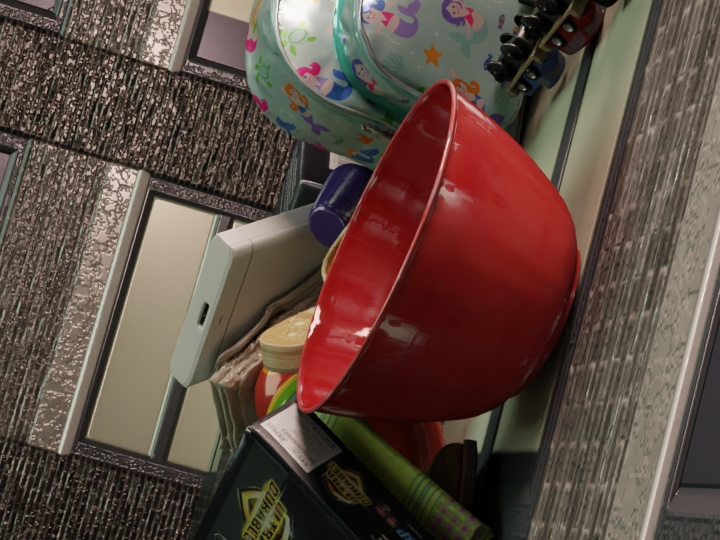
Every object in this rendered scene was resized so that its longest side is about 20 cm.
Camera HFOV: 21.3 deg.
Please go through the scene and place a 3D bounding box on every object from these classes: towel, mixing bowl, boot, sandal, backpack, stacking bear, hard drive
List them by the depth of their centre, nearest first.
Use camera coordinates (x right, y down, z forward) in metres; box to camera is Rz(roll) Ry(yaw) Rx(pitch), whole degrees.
[{"bbox_3d":[0.053,0.007,1.067,0.201,0.108,0.200,-61,12,22],"label":"mixing bowl"},{"bbox_3d":[-0.003,0.177,1.141,0.023,0.143,0.201,-25,-35,-44],"label":"towel"},{"bbox_3d":[0.018,0.167,1.166,0.200,0.075,0.074,115,170,-46],"label":"boot"},{"bbox_3d":[0.005,0.000,1.304,0.211,0.077,0.070,-30,-62,-49],"label":"sandal"},{"bbox_3d":[-0.021,0.108,1.308,0.121,0.114,0.200,-36,20,-5],"label":"stacking bear"},{"bbox_3d":[0.025,-0.161,1.326,0.151,0.199,0.179,132,154,-67],"label":"backpack"},{"bbox_3d":[-0.045,0.006,1.427,0.199,0.027,0.132,-20,-38,-44],"label":"hard drive"},{"bbox_3d":[-0.032,0.054,1.445,0.200,0.034,0.133,-38,-28,-22],"label":"towel"}]

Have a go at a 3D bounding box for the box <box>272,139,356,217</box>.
[{"bbox_3d":[-0.028,-0.002,1.605,0.149,0.106,0.201,-89,17,-64],"label":"box"}]

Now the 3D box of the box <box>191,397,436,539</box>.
[{"bbox_3d":[-0.029,0.194,1.118,0.046,0.159,0.200,-29,-24,-42],"label":"box"}]

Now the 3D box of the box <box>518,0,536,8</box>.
[{"bbox_3d":[0.155,-0.278,1.251,0.110,0.035,0.201,139,146,-77],"label":"box"}]

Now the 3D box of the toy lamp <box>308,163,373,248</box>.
[{"bbox_3d":[0.028,-0.078,1.406,0.200,0.058,0.058,-43,-17,-44],"label":"toy lamp"}]

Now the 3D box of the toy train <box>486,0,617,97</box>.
[{"bbox_3d":[0.126,-0.156,1.174,0.034,0.046,0.200,-64,5,-23],"label":"toy train"}]
